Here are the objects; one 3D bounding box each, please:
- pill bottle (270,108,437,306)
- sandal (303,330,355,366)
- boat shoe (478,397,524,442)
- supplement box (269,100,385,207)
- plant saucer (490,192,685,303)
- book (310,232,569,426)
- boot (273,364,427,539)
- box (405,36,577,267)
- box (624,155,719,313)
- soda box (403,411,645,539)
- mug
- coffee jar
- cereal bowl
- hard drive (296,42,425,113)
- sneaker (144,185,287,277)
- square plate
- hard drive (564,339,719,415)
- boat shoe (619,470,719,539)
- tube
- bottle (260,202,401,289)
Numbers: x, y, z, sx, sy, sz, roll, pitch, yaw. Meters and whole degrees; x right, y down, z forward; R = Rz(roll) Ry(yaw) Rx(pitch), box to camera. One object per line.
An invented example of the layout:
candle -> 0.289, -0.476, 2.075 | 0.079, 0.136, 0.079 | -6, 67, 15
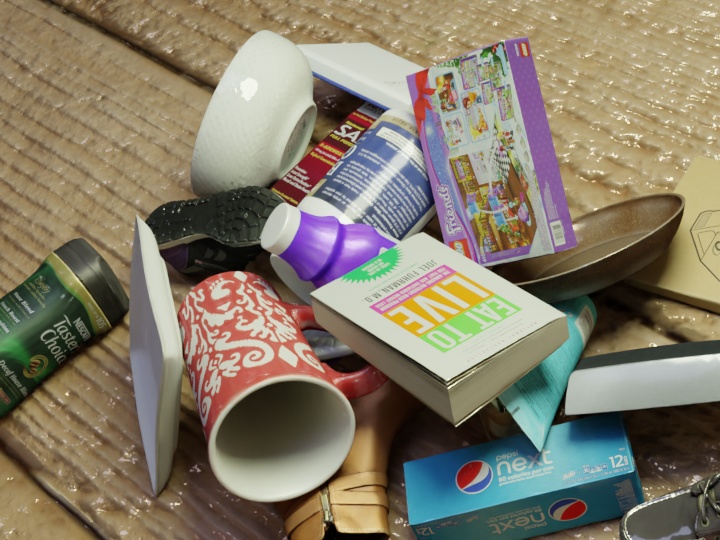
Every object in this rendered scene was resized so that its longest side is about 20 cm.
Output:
pill bottle -> 0.004, -0.057, 1.500 | 0.111, 0.111, 0.200 | 28, 68, 39
sandal -> -0.060, 0.077, 1.501 | 0.201, 0.050, 0.083 | -5, 33, 37
boat shoe -> 0.123, 0.075, 1.398 | 0.071, 0.076, 0.201 | -23, 45, 3
supplement box -> -0.013, -0.091, 1.618 | 0.200, 0.061, 0.108 | -44, 47, -18
plant saucer -> 0.218, -0.016, 1.408 | 0.199, 0.037, 0.200 | -24, 10, 5
book -> 0.066, 0.042, 1.294 | 0.133, 0.048, 0.200 | -30, 37, -24
boot -> 0.007, 0.173, 1.360 | 0.198, 0.077, 0.156 | -23, 43, 7
box -> 0.122, -0.106, 1.415 | 0.039, 0.202, 0.136 | -15, 2, -42
box -> 0.372, -0.024, 1.414 | 0.199, 0.021, 0.164 | 19, 60, 35
soda box -> 0.142, 0.188, 1.298 | 0.198, 0.064, 0.068 | -15, 46, 10
mug -> -0.078, 0.098, 1.375 | 0.176, 0.135, 0.200 | 1, 29, -22
coffee jar -> -0.346, 0.060, 1.601 | 0.200, 0.105, 0.085 | -41, 50, -13
cereal bowl -> -0.105, -0.155, 1.635 | 0.083, 0.201, 0.201 | 25, 61, 10
hard drive -> 0.031, -0.214, 1.681 | 0.131, 0.026, 0.199 | -10, 30, -43
sneaker -> -0.135, -0.033, 1.591 | 0.199, 0.088, 0.076 | -1, 53, 38
square plate -> -0.202, 0.082, 1.468 | 0.028, 0.201, 0.199 | -3, 43, -15
hard drive -> 0.277, 0.089, 1.284 | 0.198, 0.135, 0.043 | -7, 92, 14
boat shoe -> 0.305, 0.191, 1.221 | 0.198, 0.065, 0.072 | -11, 48, 16
tube -> 0.165, 0.080, 1.334 | 0.050, 0.078, 0.200 | -39, 5, 32
bottle -> 0.000, 0.000, 1.410 | 0.084, 0.199, 0.065 | -58, 25, 11
